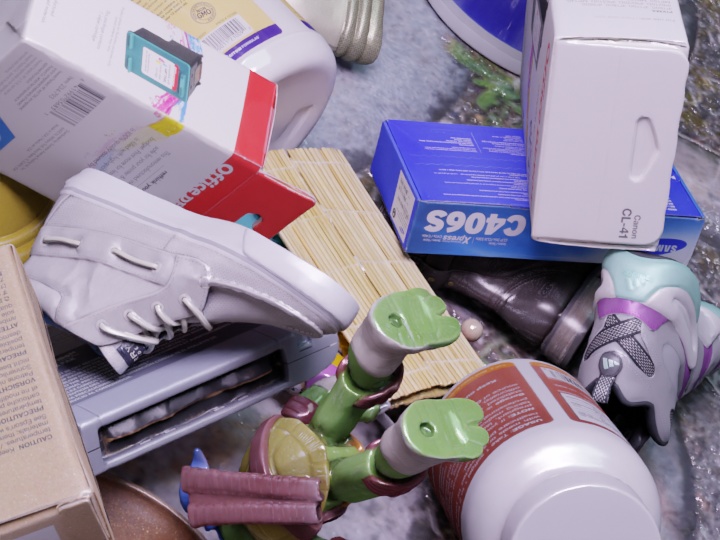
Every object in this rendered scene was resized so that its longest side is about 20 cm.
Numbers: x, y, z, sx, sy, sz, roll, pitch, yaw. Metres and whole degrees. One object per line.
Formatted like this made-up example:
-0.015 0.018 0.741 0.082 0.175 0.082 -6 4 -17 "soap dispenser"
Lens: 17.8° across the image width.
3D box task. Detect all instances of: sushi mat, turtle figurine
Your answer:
0.000 0.000 1.419 0.095 0.012 0.200 -7 53 -42 "sushi mat"
0.018 0.106 1.251 0.200 0.194 0.144 30 48 -9 "turtle figurine"

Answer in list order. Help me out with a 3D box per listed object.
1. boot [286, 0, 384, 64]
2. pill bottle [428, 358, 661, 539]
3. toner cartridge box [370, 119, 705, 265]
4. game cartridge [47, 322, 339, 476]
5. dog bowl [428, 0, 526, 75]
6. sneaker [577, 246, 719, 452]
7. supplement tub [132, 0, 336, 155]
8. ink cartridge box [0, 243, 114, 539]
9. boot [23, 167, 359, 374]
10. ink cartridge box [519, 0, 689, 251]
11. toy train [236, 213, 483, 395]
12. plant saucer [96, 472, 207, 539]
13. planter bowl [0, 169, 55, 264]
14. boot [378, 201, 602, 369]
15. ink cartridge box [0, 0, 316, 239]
-0.063 -0.235 1.644 0.154 0.072 0.200 8 51 -23 "boot"
0.105 0.128 1.295 0.112 0.112 0.200 20 10 -12 "pill bottle"
0.114 -0.050 1.493 0.199 0.043 0.095 3 37 -18 "toner cartridge box"
-0.128 0.057 1.289 0.200 0.042 0.133 -23 22 -32 "game cartridge"
0.146 -0.236 1.760 0.200 0.079 0.200 16 43 -16 "dog bowl"
0.179 0.077 1.475 0.078 0.200 0.140 14 79 27 "sneaker"
-0.128 -0.152 1.469 0.200 0.146 0.145 46 44 17 "supplement tub"
-0.240 0.097 1.151 0.199 0.075 0.165 -19 57 -5 "ink cartridge box"
-0.101 0.019 1.248 0.200 0.074 0.096 21 72 32 "boot"
0.149 -0.128 1.442 0.085 0.148 0.200 4 33 0 "ink cartridge box"
-0.022 0.027 1.431 0.200 0.056 0.150 45 38 15 "toy train"
-0.155 0.190 1.203 0.200 0.037 0.201 16 44 -16 "plant saucer"
-0.250 -0.073 1.368 0.200 0.084 0.201 16 43 -15 "planter bowl"
0.098 -0.032 1.544 0.174 0.069 0.200 30 38 6 "boot"
-0.131 -0.083 1.317 0.200 0.116 0.067 29 50 -26 "ink cartridge box"
